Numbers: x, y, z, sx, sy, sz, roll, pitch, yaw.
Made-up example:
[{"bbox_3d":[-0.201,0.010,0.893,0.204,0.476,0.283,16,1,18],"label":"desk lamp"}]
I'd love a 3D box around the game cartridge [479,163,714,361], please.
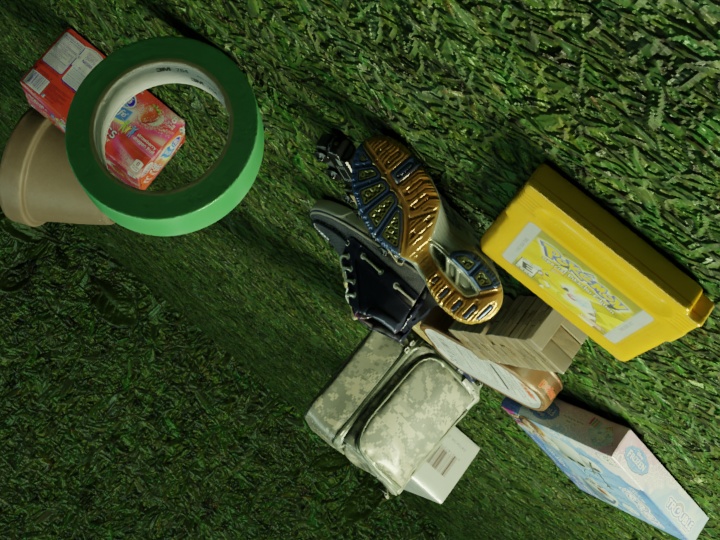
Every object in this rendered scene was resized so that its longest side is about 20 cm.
[{"bbox_3d":[0.190,0.001,1.066,0.176,0.033,0.200,39,168,4],"label":"game cartridge"}]

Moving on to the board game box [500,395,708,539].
[{"bbox_3d":[0.289,0.228,1.521,0.200,0.044,0.198,46,165,-32],"label":"board game box"}]

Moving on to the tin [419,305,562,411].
[{"bbox_3d":[0.151,0.103,1.505,0.199,0.042,0.112,27,166,43],"label":"tin"}]

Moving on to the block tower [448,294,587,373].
[{"bbox_3d":[0.160,0.062,1.305,0.058,0.054,0.200,41,167,-15],"label":"block tower"}]

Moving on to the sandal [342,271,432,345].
[{"bbox_3d":[0.021,0.041,1.580,0.212,0.070,0.077,44,166,-19],"label":"sandal"}]

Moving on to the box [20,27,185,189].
[{"bbox_3d":[-0.333,-0.206,1.661,0.199,0.100,0.096,38,167,1],"label":"box"}]

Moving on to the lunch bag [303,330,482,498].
[{"bbox_3d":[0.046,0.180,1.708,0.167,0.200,0.140,39,170,11],"label":"lunch bag"}]

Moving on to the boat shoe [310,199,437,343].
[{"bbox_3d":[0.000,0.000,1.448,0.199,0.093,0.075,32,165,28],"label":"boat shoe"}]

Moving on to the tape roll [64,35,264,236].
[{"bbox_3d":[-0.198,-0.138,1.295,0.199,0.201,0.048,35,168,14],"label":"tape roll"}]

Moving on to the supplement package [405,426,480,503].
[{"bbox_3d":[0.092,0.299,2.140,0.117,0.118,0.200,41,166,-15],"label":"supplement package"}]

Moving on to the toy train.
[{"bbox_3d":[0.012,-0.071,1.321,0.045,0.034,0.201,13,152,36],"label":"toy train"}]

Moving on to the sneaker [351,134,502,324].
[{"bbox_3d":[0.060,-0.040,1.196,0.201,0.075,0.088,56,-166,-6],"label":"sneaker"}]

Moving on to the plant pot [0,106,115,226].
[{"bbox_3d":[-0.468,-0.156,2.083,0.172,0.203,0.201,16,162,10],"label":"plant pot"}]
